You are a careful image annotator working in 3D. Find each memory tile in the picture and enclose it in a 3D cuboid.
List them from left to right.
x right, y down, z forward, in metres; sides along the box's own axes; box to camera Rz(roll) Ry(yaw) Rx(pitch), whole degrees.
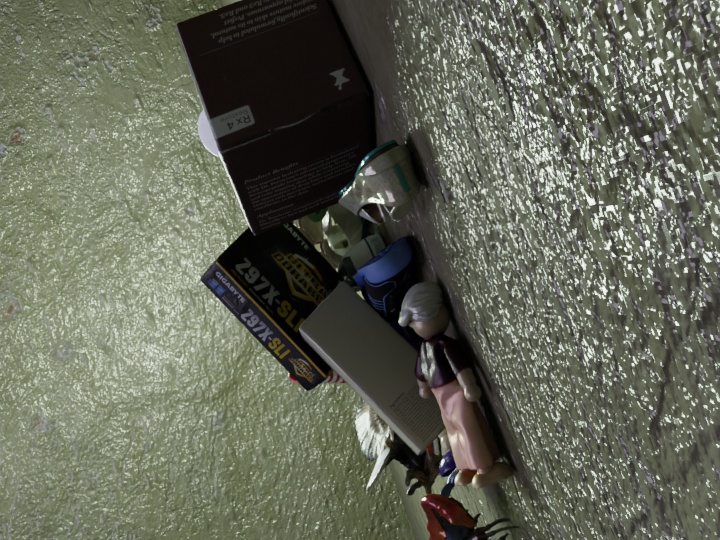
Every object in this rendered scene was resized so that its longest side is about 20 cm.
[{"bbox_3d":[-0.062,-0.044,1.237,0.201,0.017,0.154,49,-153,-13],"label":"memory tile"}]

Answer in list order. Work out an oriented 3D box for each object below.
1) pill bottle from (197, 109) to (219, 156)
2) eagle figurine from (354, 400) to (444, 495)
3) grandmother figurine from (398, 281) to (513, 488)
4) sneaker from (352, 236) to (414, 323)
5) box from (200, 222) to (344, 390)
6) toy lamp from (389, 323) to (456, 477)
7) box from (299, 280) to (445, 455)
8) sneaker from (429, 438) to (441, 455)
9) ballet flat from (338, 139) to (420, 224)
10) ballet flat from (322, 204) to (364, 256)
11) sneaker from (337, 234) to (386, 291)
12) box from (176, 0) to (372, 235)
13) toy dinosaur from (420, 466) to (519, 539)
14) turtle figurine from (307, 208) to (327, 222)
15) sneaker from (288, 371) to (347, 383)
[{"bbox_3d":[-0.182,-0.261,1.333,0.200,0.110,0.115,-48,-56,-54],"label":"pill bottle"},{"bbox_3d":[0.055,0.200,1.093,0.202,0.150,0.151,60,-169,30],"label":"eagle figurine"},{"bbox_3d":[0.089,0.111,0.808,0.121,0.060,0.205,-21,86,57],"label":"grandmother figurine"},{"bbox_3d":[0.039,0.017,0.926,0.079,0.069,0.200,55,174,2],"label":"sneaker"},{"bbox_3d":[-0.091,0.030,1.039,0.200,0.049,0.160,47,-142,-8],"label":"box"},{"bbox_3d":[0.081,0.150,0.994,0.058,0.057,0.203,82,167,-66],"label":"toy lamp"},{"bbox_3d":[0.024,0.114,0.934,0.200,0.082,0.069,45,169,13],"label":"box"},{"bbox_3d":[0.070,0.236,1.248,0.078,0.083,0.203,76,172,-54],"label":"sneaker"},{"bbox_3d":[0.017,-0.074,0.788,0.063,0.067,0.200,59,175,-1],"label":"ballet flat"},{"bbox_3d":[-0.024,-0.062,1.204,0.201,0.068,0.071,81,166,-65],"label":"ballet flat"},{"bbox_3d":[0.000,0.000,1.156,0.201,0.069,0.074,88,160,-72],"label":"sneaker"},{"bbox_3d":[-0.087,-0.176,0.897,0.201,0.162,0.167,84,164,-67],"label":"box"},{"bbox_3d":[0.103,0.292,0.877,0.180,0.202,0.105,27,-168,-48],"label":"toy dinosaur"},{"bbox_3d":[-0.091,-0.159,1.072,0.193,0.141,0.205,33,118,48],"label":"turtle figurine"},{"bbox_3d":[-0.060,0.107,1.173,0.200,0.113,0.081,-149,60,-68],"label":"sneaker"}]
